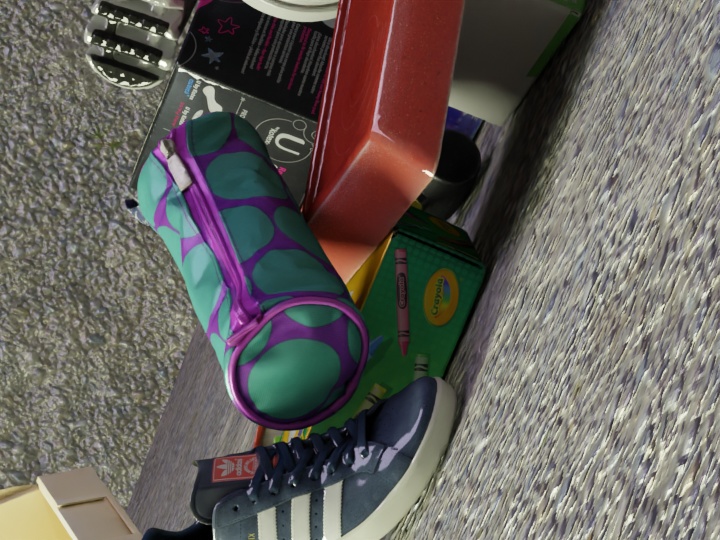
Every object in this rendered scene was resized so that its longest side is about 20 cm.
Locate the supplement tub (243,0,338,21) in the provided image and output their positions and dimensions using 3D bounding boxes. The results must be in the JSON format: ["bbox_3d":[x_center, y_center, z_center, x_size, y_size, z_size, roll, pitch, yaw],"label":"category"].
[{"bbox_3d":[-0.016,-0.245,1.638,0.200,0.140,0.141,125,166,-64],"label":"supplement tub"}]

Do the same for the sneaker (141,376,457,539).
[{"bbox_3d":[-0.038,0.113,1.452,0.200,0.084,0.075,-44,19,21],"label":"sneaker"}]

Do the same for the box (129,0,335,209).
[{"bbox_3d":[-0.060,-0.140,1.845,0.132,0.114,0.200,117,173,-48],"label":"box"}]

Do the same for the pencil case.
[{"bbox_3d":[-0.062,-0.003,1.520,0.085,0.092,0.200,-41,39,9],"label":"pencil case"}]

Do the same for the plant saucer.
[{"bbox_3d":[0.013,-0.114,1.535,0.200,0.037,0.201,130,152,-66],"label":"plant saucer"}]

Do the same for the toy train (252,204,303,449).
[{"bbox_3d":[-0.037,0.046,1.730,0.200,0.055,0.151,-78,-20,-45],"label":"toy train"}]

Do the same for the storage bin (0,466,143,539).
[{"bbox_3d":[-0.168,0.246,1.687,0.200,0.093,0.199,-141,45,-66],"label":"storage bin"}]

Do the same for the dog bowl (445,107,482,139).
[{"bbox_3d":[0.056,-0.166,1.828,0.200,0.079,0.201,-158,90,-83],"label":"dog bowl"}]

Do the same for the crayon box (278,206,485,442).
[{"bbox_3d":[0.003,0.068,1.565,0.119,0.058,0.201,-107,40,-80],"label":"crayon box"}]

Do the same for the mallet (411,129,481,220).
[{"bbox_3d":[0.000,0.000,1.664,0.200,0.041,0.066,-50,-5,-19],"label":"mallet"}]

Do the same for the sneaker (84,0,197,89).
[{"bbox_3d":[-0.124,-0.220,1.837,0.081,0.075,0.201,-56,-10,-70],"label":"sneaker"}]

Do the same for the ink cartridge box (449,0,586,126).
[{"bbox_3d":[0.093,-0.210,1.627,0.146,0.084,0.201,124,166,-62],"label":"ink cartridge box"}]
